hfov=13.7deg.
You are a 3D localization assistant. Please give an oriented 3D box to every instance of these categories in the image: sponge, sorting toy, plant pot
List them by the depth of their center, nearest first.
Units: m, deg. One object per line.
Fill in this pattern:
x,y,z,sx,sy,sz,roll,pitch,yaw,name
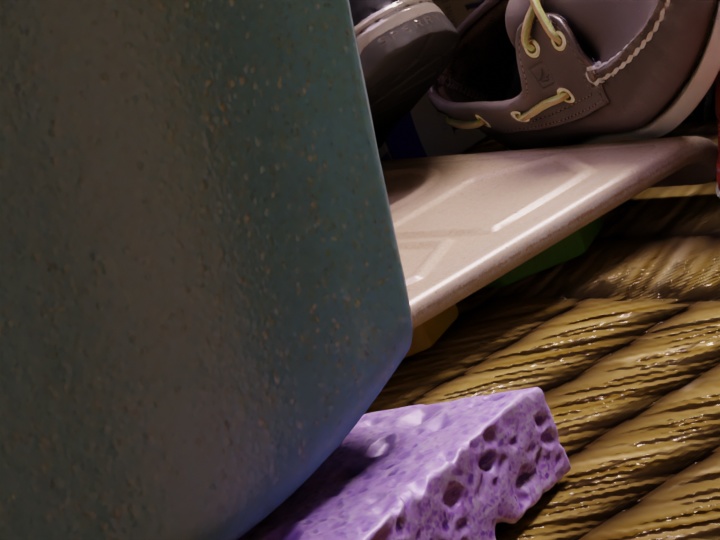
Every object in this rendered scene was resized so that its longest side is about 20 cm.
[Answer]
-0.103,-0.011,0.778,0.200,0.196,0.196,-15,9,-26,plant pot
-0.055,0.077,0.804,0.200,0.030,0.112,-13,14,31,sponge
0.000,0.000,1.029,0.200,0.037,0.185,-24,14,-36,sorting toy

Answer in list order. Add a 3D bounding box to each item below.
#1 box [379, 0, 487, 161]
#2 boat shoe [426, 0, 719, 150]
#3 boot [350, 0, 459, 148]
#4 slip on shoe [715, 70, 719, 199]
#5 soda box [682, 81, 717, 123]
-0.011,-0.107,1.296,0.184,0.105,0.200,-8,18,41,box
0.077,-0.083,1.048,0.059,0.072,0.200,13,-12,-13,boat shoe
-0.051,-0.101,1.141,0.073,0.151,0.200,-27,-8,-29,boot
0.145,-0.075,1.004,0.074,0.061,0.200,-31,17,26,slip on shoe
0.186,-0.123,1.171,0.071,0.063,0.200,-4,21,48,soda box
